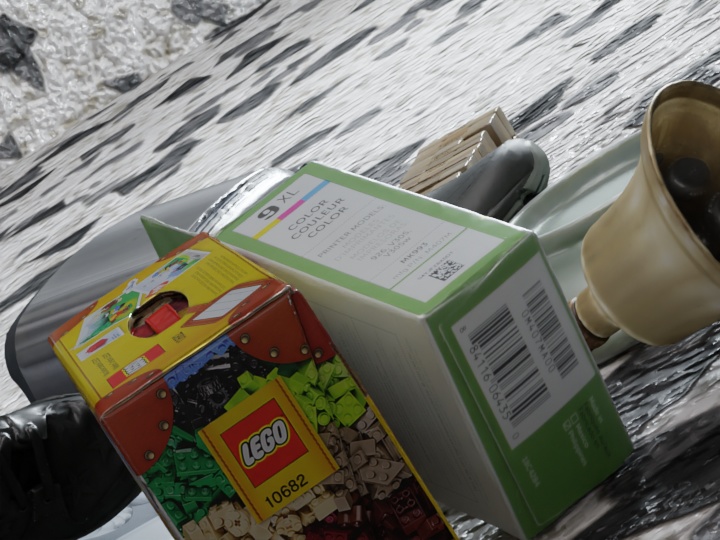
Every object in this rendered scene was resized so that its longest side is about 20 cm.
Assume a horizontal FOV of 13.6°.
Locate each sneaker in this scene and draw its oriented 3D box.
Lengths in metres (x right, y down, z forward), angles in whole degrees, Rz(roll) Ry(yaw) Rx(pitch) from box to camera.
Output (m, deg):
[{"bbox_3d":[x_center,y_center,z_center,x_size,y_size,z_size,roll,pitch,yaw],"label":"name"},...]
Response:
[{"bbox_3d":[-0.177,0.095,1.204,0.199,0.060,0.104,-17,-5,-1],"label":"sneaker"},{"bbox_3d":[0.000,0.000,1.394,0.200,0.079,0.075,-41,-10,5],"label":"sneaker"}]

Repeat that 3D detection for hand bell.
[{"bbox_3d":[0.085,0.024,1.187,0.200,0.104,0.104,-41,4,36],"label":"hand bell"}]

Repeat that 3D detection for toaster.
[{"bbox_3d":[-0.087,0.028,1.535,0.129,0.114,0.200,-22,13,35],"label":"toaster"}]

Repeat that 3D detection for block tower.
[{"bbox_3d":[0.045,-0.021,1.524,0.058,0.054,0.200,-29,12,23],"label":"block tower"}]

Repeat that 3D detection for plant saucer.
[{"bbox_3d":[0.117,-0.020,1.324,0.200,0.050,0.200,-32,10,6],"label":"plant saucer"}]

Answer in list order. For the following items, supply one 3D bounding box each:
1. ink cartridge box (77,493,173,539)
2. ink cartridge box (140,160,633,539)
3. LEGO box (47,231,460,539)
[{"bbox_3d":[-0.154,0.120,1.320,0.198,0.041,0.200,-7,18,13],"label":"ink cartridge box"},{"bbox_3d":[0.006,0.023,1.154,0.059,0.104,0.200,-38,30,-22],"label":"ink cartridge box"},{"bbox_3d":[-0.031,0.075,1.056,0.077,0.149,0.200,-34,10,-6],"label":"LEGO box"}]
